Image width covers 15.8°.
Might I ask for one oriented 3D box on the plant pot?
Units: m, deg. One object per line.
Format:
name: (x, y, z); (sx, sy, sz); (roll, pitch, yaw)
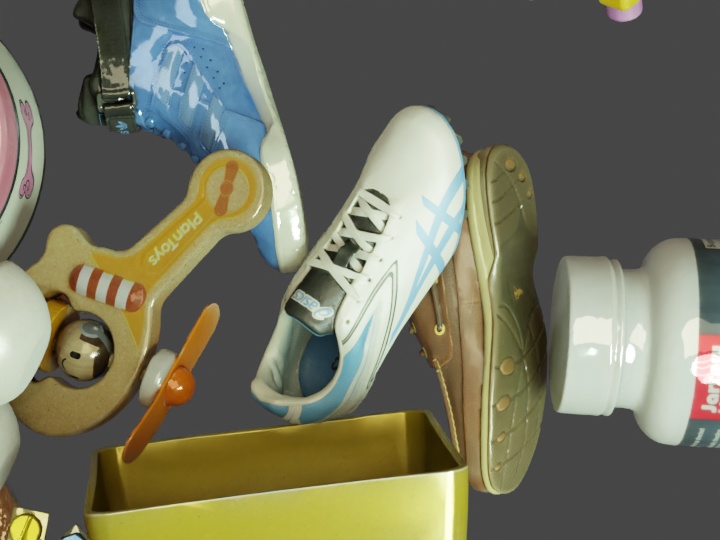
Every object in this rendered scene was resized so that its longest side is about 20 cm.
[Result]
plant pot: (-0.040, 0.188, 1.423); (0.199, 0.200, 0.177); (-7, 97, -4)

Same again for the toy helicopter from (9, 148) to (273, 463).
toy helicopter: (-0.121, 0.016, 1.449); (0.200, 0.079, 0.132); (-44, 73, 9)

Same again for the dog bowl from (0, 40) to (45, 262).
dog bowl: (-0.282, -0.071, 1.484); (0.199, 0.074, 0.201); (0, 85, -3)

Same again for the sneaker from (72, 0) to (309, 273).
sneaker: (-0.103, -0.084, 1.496); (0.111, 0.077, 0.201); (-18, 91, 0)

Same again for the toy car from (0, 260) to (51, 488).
toy car: (-0.272, 0.060, 1.369); (0.174, 0.201, 0.150); (26, 40, 5)

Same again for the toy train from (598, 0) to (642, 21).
toy train: (0.165, -0.220, 1.490); (0.055, 0.150, 0.201); (24, 77, 34)

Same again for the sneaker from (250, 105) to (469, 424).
sneaker: (0.000, 0.000, 1.463); (0.072, 0.072, 0.201); (33, 107, 27)

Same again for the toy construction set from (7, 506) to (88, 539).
toy construction set: (-0.242, 0.216, 1.456); (0.131, 0.092, 0.201); (23, 73, -1)

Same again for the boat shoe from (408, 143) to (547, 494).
boat shoe: (0.065, 0.029, 1.504); (0.067, 0.072, 0.201); (-4, 88, 30)

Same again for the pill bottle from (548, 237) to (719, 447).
pill bottle: (0.212, 0.042, 1.480); (0.199, 0.120, 0.120); (3, 84, -3)
